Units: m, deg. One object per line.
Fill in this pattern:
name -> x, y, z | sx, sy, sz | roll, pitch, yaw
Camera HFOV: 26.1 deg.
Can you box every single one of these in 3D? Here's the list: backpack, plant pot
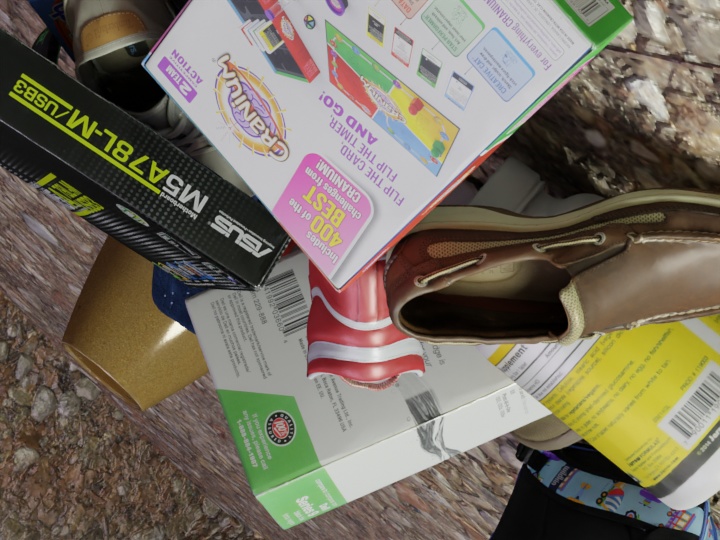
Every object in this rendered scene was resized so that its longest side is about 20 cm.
backpack -> 0.195, 0.228, 1.178 | 0.134, 0.183, 0.200 | 39, 155, -31
plant pot -> -0.160, 0.018, 1.355 | 0.186, 0.200, 0.186 | 36, 165, 11

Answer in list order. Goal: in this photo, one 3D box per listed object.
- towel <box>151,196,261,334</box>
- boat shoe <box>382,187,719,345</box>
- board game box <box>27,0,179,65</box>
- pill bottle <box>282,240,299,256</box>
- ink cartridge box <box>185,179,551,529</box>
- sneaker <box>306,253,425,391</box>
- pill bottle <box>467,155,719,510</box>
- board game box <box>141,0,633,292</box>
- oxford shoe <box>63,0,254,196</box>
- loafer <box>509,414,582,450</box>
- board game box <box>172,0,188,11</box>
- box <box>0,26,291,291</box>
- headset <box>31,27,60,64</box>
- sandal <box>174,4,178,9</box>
towel -> -0.111, -0.049, 1.130 | 0.112, 0.048, 0.201 | 27, 121, 40
boat shoe -> 0.110, 0.010, 0.763 | 0.202, 0.075, 0.075 | -4, 125, 14
board game box -> -0.155, -0.184, 0.911 | 0.200, 0.045, 0.152 | 57, -162, -46
pill bottle -> 0.013, 0.045, 1.182 | 0.200, 0.116, 0.116 | 36, 164, 14
ink cartridge box -> 0.010, 0.053, 0.980 | 0.084, 0.200, 0.146 | 66, -179, -62
sneaker -> 0.000, 0.000, 0.911 | 0.200, 0.071, 0.113 | -87, -6, -74
pill bottle -> 0.135, 0.030, 0.865 | 0.200, 0.112, 0.112 | 40, 165, 4
board game box -> 0.003, -0.104, 0.707 | 0.153, 0.040, 0.200 | 49, 133, 2
oxford shoe -> -0.106, -0.089, 0.864 | 0.200, 0.075, 0.058 | 58, -164, -55
loafer -> 0.146, 0.071, 1.039 | 0.067, 0.076, 0.200 | 44, 154, -12
board game box -> -0.028, -0.136, 0.762 | 0.200, 0.028, 0.135 | 53, 136, -2
box -> -0.146, -0.057, 0.864 | 0.193, 0.048, 0.200 | 32, 171, -15
headset -> -0.129, -0.086, 1.010 | 0.094, 0.124, 0.200 | -21, 107, 42
sandal -> -0.061, -0.139, 0.857 | 0.048, 0.075, 0.200 | 12, -160, -44
